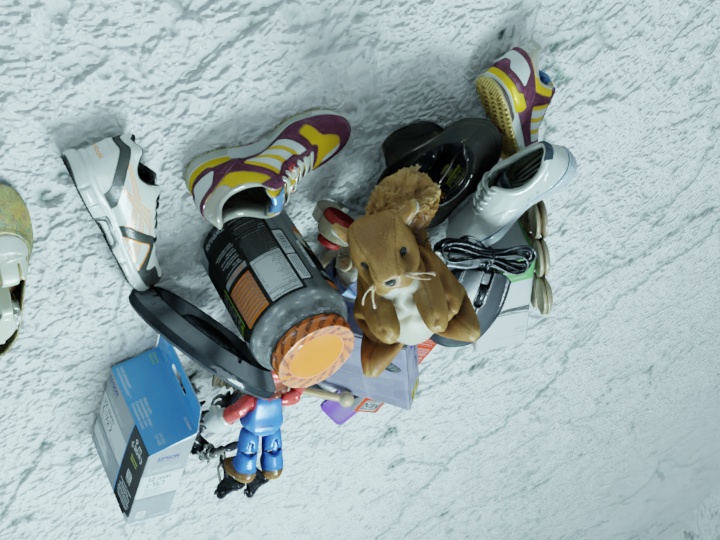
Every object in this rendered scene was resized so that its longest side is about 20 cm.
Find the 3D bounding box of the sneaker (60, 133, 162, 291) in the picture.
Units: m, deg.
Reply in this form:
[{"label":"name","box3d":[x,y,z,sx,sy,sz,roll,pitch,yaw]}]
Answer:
[{"label":"sneaker","box3d":[-0.234,-0.055,0.926,0.079,0.074,0.201,-28,144,-14]}]

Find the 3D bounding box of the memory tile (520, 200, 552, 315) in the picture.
[{"label":"memory tile","box3d":[0.233,-0.027,1.235,0.016,0.200,0.156,-7,97,0]}]

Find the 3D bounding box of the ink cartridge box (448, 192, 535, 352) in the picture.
[{"label":"ink cartridge box","box3d":[0.180,-0.003,1.264,0.083,0.148,0.202,-12,141,-5]}]

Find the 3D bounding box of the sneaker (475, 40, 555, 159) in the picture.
[{"label":"sneaker","box3d":[0.209,-0.198,1.128,0.090,0.075,0.200,-40,150,-5]}]

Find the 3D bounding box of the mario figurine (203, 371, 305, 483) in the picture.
[{"label":"mario figurine","box3d":[-0.131,0.166,1.177,0.123,0.104,0.204,-20,123,-62]}]

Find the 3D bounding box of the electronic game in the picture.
[{"label":"electronic game","box3d":[-0.179,0.082,1.021,0.042,0.199,0.200,-53,144,-1]}]

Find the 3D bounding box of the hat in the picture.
[{"label":"hat","box3d":[0.077,-0.134,1.097,0.199,0.081,0.202,-29,153,-16]}]

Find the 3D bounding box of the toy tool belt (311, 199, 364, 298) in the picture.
[{"label":"toy tool belt","box3d":[0.000,0.000,1.146,0.198,0.125,0.124,15,113,-47]}]

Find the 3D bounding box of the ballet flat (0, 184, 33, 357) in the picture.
[{"label":"ballet flat","box3d":[-0.361,0.009,0.896,0.070,0.071,0.202,-6,134,-35]}]

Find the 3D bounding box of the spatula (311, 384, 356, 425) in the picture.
[{"label":"spatula","box3d":[-0.059,0.192,1.397,0.056,0.021,0.200,-38,144,5]}]

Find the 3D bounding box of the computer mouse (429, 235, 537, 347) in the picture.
[{"label":"computer mouse","box3d":[0.135,0.043,1.151,0.136,0.053,0.201,5,139,-15]}]

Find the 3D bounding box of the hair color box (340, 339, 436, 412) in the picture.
[{"label":"hair color box","box3d":[0.041,0.103,1.312,0.061,0.102,0.201,14,121,-52]}]

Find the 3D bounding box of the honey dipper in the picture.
[{"label":"honey dipper","box3d":[-0.105,0.161,1.229,0.197,0.038,0.038,14,128,-11]}]

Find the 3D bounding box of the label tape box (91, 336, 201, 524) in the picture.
[{"label":"label tape box","box3d":[-0.268,0.192,1.112,0.065,0.144,0.202,-7,135,-35]}]

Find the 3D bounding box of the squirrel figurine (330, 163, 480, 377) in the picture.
[{"label":"squirrel figurine","box3d":[0.033,-0.017,0.968,0.139,0.203,0.187,-15,144,14]}]

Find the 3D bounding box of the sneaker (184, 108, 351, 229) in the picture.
[{"label":"sneaker","box3d":[-0.087,-0.104,0.978,0.198,0.091,0.076,-26,144,-14]}]

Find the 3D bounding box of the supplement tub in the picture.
[{"label":"supplement tub","box3d":[-0.094,0.028,1.028,0.121,0.201,0.124,-22,143,-18]}]

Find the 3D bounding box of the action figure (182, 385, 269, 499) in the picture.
[{"label":"action figure","box3d":[-0.208,0.218,1.233,0.118,0.102,0.201,-23,111,31]}]

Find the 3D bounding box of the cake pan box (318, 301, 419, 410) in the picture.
[{"label":"cake pan box","box3d":[-0.021,0.105,1.196,0.185,0.197,0.053,81,27,-54]}]

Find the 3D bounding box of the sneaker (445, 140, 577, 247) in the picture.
[{"label":"sneaker","box3d":[0.172,-0.097,1.114,0.070,0.074,0.199,22,129,-40]}]
